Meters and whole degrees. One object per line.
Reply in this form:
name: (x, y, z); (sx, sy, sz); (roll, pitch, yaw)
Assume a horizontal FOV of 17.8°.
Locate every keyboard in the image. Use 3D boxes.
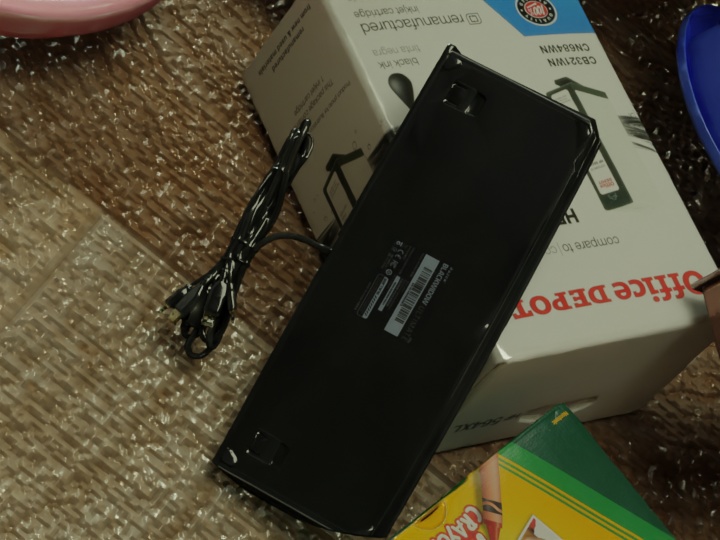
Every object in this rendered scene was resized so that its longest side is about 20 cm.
keyboard: (0.000, 0.000, 0.934); (0.127, 0.021, 0.200); (28, 81, 10)

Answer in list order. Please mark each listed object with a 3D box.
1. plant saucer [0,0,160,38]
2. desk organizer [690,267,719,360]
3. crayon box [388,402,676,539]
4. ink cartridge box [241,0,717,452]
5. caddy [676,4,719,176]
plant saucer: (-0.167, -0.178, 1.012); (0.200, 0.051, 0.201); (17, 50, -21)
desk organizer: (0.240, 0.047, 1.009); (0.200, 0.072, 0.077); (19, 51, -42)
crayon box: (0.048, 0.151, 0.900); (0.119, 0.058, 0.200); (51, 46, 6)
ink cartridge box: (0.058, -0.034, 1.026); (0.146, 0.084, 0.200); (-9, 64, -37)
caddy: (0.230, -0.052, 1.136); (0.141, 0.105, 0.200); (-24, 84, -57)
